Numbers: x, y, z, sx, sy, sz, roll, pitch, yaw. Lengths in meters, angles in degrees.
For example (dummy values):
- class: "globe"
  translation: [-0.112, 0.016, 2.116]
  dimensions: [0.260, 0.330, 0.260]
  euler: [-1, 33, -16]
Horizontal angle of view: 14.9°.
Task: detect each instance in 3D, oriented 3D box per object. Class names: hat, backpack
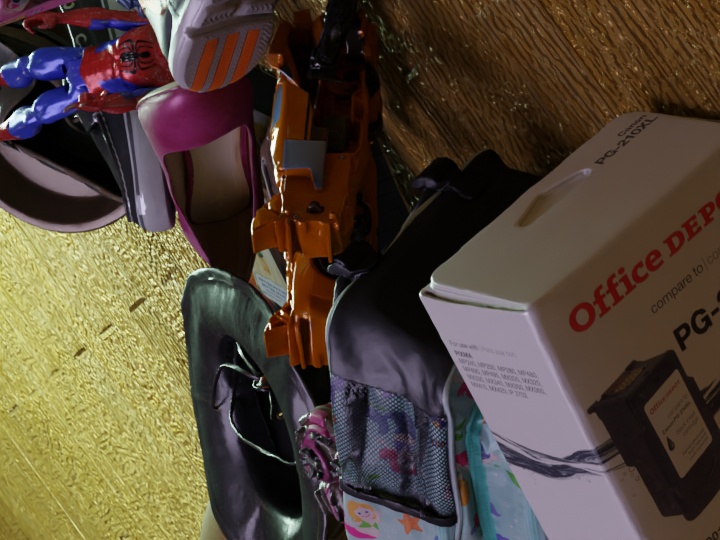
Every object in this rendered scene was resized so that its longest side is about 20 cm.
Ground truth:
- class: "hat"
  translation: [-0.034, 0.086, 1.608]
  dimensions: [0.201, 0.080, 0.202]
  euler: [42, 141, 47]
- class: "backpack"
  translation: [0.069, 0.066, 1.357]
  dimensions: [0.150, 0.178, 0.201]
  euler: [26, 140, 21]

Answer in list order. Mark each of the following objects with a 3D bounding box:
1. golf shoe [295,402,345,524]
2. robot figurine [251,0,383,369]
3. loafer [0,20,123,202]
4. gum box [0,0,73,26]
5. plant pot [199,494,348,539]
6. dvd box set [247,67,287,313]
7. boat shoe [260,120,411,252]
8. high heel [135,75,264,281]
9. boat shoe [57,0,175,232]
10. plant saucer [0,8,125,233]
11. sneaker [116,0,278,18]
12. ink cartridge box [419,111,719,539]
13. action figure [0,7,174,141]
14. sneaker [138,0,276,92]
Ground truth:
- class: "golf shoe"
  translation: [0.035, 0.147, 1.485]
  dimensions: [0.072, 0.092, 0.201]
  euler: [21, 132, 51]
- class: "robot figurine"
  translation: [-0.020, -0.055, 1.400]
  dimensions: [0.201, 0.058, 0.146]
  euler: [-87, -6, -48]
- class: "loafer"
  translation: [-0.192, -0.099, 1.700]
  dimensions: [0.199, 0.063, 0.072]
  euler: [28, 119, 23]
- class: "gum box"
  translation: [-0.189, -0.215, 1.371]
  dimensions: [0.201, 0.113, 0.066]
  euler: [58, 158, 24]
- class: "plant pot"
  translation: [-0.032, 0.186, 1.758]
  dimensions: [0.186, 0.186, 0.200]
  euler: [42, 166, 28]
- class: "dvd box set"
  translation: [-0.045, -0.039, 1.675]
  dimensions: [0.146, 0.029, 0.201]
  euler: [30, 149, 46]
- class: "boat shoe"
  translation: [0.000, 0.000, 1.539]
  dimensions: [0.072, 0.072, 0.201]
  euler: [-27, 80, 58]
- class: "high heel"
  translation: [-0.083, -0.050, 1.543]
  dimensions: [0.200, 0.067, 0.097]
  euler: [118, 135, -77]
- class: "boat shoe"
  translation: [-0.151, -0.111, 1.635]
  dimensions: [0.069, 0.056, 0.201]
  euler: [77, 180, -68]
- class: "plant saucer"
  translation: [-0.195, -0.123, 1.750]
  dimensions: [0.199, 0.029, 0.202]
  euler: [13, 114, 31]
- class: "sneaker"
  translation: [-0.122, -0.196, 1.530]
  dimensions: [0.199, 0.085, 0.077]
  euler: [17, 139, 23]
- class: "ink cartridge box"
  translation: [0.138, 0.051, 1.226]
  dimensions: [0.084, 0.145, 0.201]
  euler: [10, 134, 56]
- class: "action figure"
  translation: [-0.179, -0.109, 1.560]
  dimensions: [0.199, 0.099, 0.066]
  euler: [-13, 84, 33]
- class: "sneaker"
  translation: [-0.079, -0.193, 1.380]
  dimensions: [0.112, 0.077, 0.201]
  euler: [55, 139, 28]
